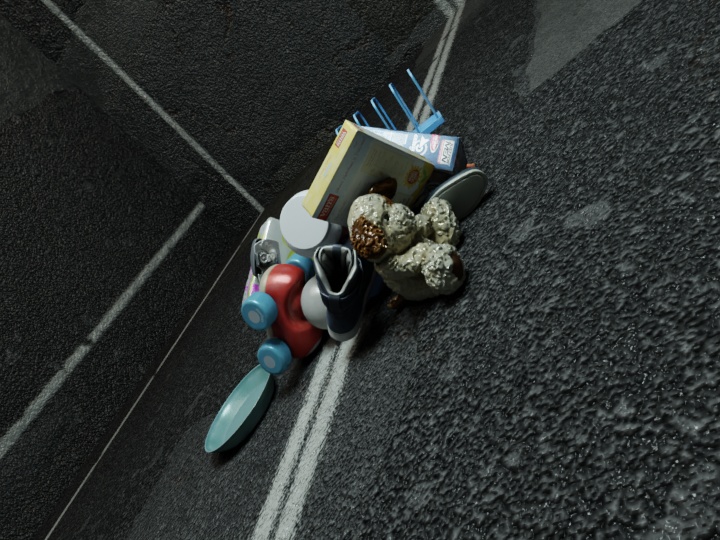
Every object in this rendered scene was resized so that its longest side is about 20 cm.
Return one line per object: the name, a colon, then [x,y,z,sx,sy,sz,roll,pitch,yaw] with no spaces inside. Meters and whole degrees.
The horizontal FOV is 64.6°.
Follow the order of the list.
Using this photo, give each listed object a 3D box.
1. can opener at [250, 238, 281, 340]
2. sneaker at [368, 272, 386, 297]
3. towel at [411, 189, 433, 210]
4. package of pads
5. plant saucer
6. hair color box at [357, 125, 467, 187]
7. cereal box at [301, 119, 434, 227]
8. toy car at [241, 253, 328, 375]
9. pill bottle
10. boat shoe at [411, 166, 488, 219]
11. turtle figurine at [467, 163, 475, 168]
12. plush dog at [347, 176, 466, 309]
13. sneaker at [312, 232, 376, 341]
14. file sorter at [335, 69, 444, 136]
can opener: [-0.178,0.039,1.121,0.052,0.208,0.066,-12,10,-30]
sneaker: [0.000,0.000,1.037,0.198,0.082,0.075,-21,29,55]
towel: [0.080,-0.118,1.191,0.194,0.034,0.199,-52,14,-17]
package of pads: [-0.160,0.007,1.200,0.068,0.150,0.207,-25,49,62]
plant saucer: [-0.229,0.274,1.115,0.200,0.036,0.202,-45,17,18]
hair color box: [0.086,-0.200,1.016,0.100,0.193,0.063,33,-109,-67]
cereal box: [0.017,-0.134,0.890,0.040,0.196,0.146,46,113,37]
toy car: [-0.077,0.074,1.025,0.193,0.183,0.185,-2,26,29]
pill bottle: [-0.077,-0.081,1.006,0.112,0.112,0.200,-46,-4,7]
boat shoe: [0.130,-0.103,0.945,0.201,0.073,0.063,-49,24,33]
turtle figurine: [0.121,-0.201,1.099,0.160,0.065,0.200,-41,38,-3]
plush dog: [0.050,-0.042,0.835,0.159,0.171,0.202,-39,20,28]
sneaker: [-0.021,-0.016,0.898,0.074,0.149,0.208,0,52,10]
file sorter: [0.059,-0.301,1.173,0.197,0.124,0.139,-35,13,15]
